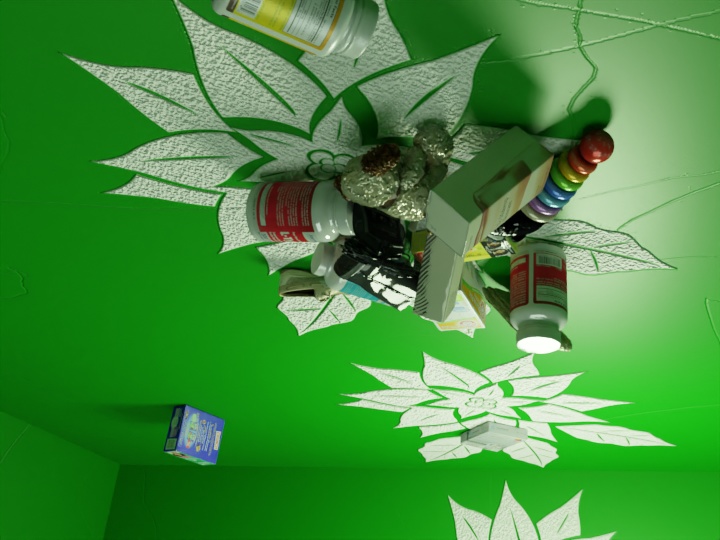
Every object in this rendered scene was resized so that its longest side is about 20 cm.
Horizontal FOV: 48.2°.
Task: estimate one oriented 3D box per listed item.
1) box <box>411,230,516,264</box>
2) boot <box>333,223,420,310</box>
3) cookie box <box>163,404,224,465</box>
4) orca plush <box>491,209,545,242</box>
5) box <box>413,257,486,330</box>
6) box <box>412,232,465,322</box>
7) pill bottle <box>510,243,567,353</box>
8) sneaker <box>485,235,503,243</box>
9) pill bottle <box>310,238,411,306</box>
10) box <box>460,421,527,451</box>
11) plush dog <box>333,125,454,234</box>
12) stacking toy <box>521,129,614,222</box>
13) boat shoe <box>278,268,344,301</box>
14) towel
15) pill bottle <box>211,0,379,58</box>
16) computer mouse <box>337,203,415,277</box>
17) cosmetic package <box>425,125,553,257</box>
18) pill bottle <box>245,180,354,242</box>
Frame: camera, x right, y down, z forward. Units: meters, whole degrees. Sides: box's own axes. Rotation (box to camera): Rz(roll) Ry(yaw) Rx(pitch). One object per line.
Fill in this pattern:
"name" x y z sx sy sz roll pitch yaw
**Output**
"box" 0.206 -0.055 1.605 0.199 0.050 0.075 -8 151 26
"boot" 0.070 -0.007 1.561 0.165 0.066 0.200 -33 138 25
"cookie box" -0.604 0.603 2.937 0.075 0.172 0.200 -11 148 36
"orca plush" 0.275 -0.099 1.418 0.199 0.106 0.071 8 -169 -30
"box" 0.196 0.045 1.745 0.112 0.102 0.200 -5 151 22
"box" 0.158 -0.007 1.553 0.068 0.082 0.201 17 117 17
"pill bottle" 0.356 0.057 1.609 0.112 0.201 0.112 5 153 3
"sneaker" 0.196 -0.127 1.462 0.200 0.076 0.077 25 118 -24
"pill bottle" 0.000 0.000 1.688 0.199 0.111 0.111 16 152 -20
"box" 0.464 0.582 2.814 0.155 0.041 0.200 15 153 -17
"plush dog" 0.047 -0.142 1.327 0.171 0.161 0.200 8 156 -29
"stacking toy" 0.345 -0.162 1.339 0.085 0.086 0.200 15 148 -18
"boat shoe" -0.088 0.042 1.839 0.199 0.065 0.072 6 153 0
"towel" 0.360 0.106 1.747 0.148 0.200 0.037 14 115 -40
"pill bottle" -0.081 -0.345 1.029 0.199 0.110 0.109 18 151 -22
"computer mouse" 0.021 -0.063 1.390 0.138 0.200 0.053 23 128 -20
"cosmetic package" 0.205 -0.127 1.286 0.087 0.200 0.103 44 158 22
"pill bottle" -0.100 -0.108 1.478 0.199 0.113 0.112 1 153 23
